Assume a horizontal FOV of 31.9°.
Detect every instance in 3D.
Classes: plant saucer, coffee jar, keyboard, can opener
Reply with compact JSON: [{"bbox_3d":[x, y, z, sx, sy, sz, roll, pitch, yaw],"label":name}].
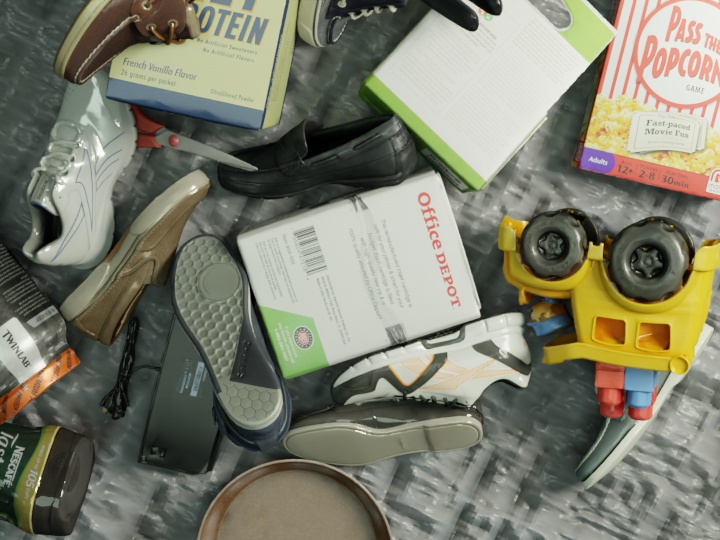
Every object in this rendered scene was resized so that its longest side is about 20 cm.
[{"bbox_3d":[-0.065,0.284,1.273,0.199,0.034,0.201,0,99,0],"label":"plant saucer"},{"bbox_3d":[-0.364,0.191,1.228,0.199,0.085,0.105,12,59,-2],"label":"coffee jar"},{"bbox_3d":[-0.186,0.100,1.256,0.127,0.021,0.201,14,97,-8],"label":"keyboard"},{"bbox_3d":[0.053,-0.277,1.137,0.063,0.079,0.200,-34,58,-3],"label":"can opener"}]

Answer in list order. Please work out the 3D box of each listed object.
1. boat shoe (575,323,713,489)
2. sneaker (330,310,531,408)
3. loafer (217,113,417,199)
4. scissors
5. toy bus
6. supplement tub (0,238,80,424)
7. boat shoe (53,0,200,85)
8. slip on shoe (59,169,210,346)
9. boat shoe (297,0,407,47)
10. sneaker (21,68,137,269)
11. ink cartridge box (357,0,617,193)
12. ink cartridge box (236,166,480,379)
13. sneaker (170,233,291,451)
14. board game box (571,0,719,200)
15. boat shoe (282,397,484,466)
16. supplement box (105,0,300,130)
[{"bbox_3d":[0.265,0.122,1.237,0.062,0.073,0.200,37,98,18],"label":"boat shoe"},{"bbox_3d":[0.069,0.101,1.199,0.199,0.074,0.080,-17,87,4],"label":"sneaker"},{"bbox_3d":[-0.046,-0.112,1.178,0.200,0.068,0.071,-4,127,22],"label":"loafer"},{"bbox_3d":[-0.185,-0.132,1.187,0.199,0.014,0.074,6,102,26],"label":"scissors"},{"bbox_3d":[0.224,0.041,1.169,0.199,0.136,0.193,8,98,17],"label":"toy bus"},{"bbox_3d":[-0.365,0.039,1.195,0.122,0.123,0.200,-38,94,5],"label":"supplement tub"},{"bbox_3d":[-0.153,-0.209,0.987,0.200,0.072,0.072,-44,92,1],"label":"boat shoe"},{"bbox_3d":[-0.205,-0.011,1.211,0.061,0.076,0.200,44,99,0],"label":"slip on shoe"},{"bbox_3d":[0.003,-0.247,1.118,0.092,0.200,0.075,29,69,5],"label":"boat shoe"},{"bbox_3d":[-0.267,-0.093,1.180,0.074,0.087,0.201,16,104,26],"label":"sneaker"},{"bbox_3d":[0.119,-0.194,1.185,0.148,0.076,0.200,43,87,-5],"label":"ink cartridge box"},{"bbox_3d":[0.000,0.000,1.206,0.199,0.084,0.146,-18,98,3],"label":"ink cartridge box"},{"bbox_3d":[-0.123,0.077,1.211,0.077,0.146,0.203,-18,68,-4],"label":"sneaker"},{"bbox_3d":[0.299,-0.179,1.197,0.151,0.046,0.201,12,98,-1],"label":"board game box"},{"bbox_3d":[0.023,0.150,1.249,0.199,0.057,0.067,-5,134,5],"label":"boat shoe"},{"bbox_3d":[-0.124,-0.236,1.117,0.134,0.200,0.201,12,98,-1],"label":"supplement box"}]
